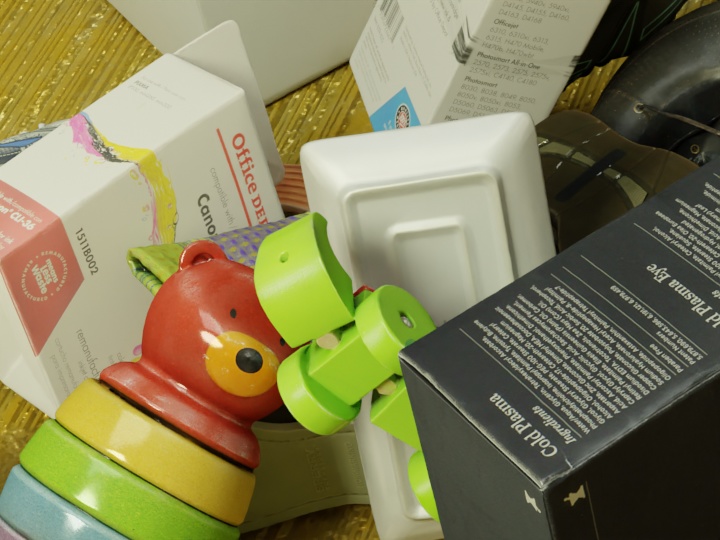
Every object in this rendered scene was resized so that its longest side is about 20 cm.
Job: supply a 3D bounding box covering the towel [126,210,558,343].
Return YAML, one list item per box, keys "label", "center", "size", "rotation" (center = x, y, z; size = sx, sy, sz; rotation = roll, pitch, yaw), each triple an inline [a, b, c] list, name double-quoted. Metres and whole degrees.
- label: "towel"
  center: [0.000, 0.000, 1.240]
  size: [0.199, 0.023, 0.143]
  rotation: [-15, 33, -36]

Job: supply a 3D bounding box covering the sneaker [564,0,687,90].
- label: "sneaker"
  center: [0.120, -0.127, 1.333]
  size: [0.079, 0.200, 0.076]
  rotation: [11, 59, -26]

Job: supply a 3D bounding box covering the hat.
- label: "hat"
  center: [0.193, -0.042, 1.251]
  size: [0.200, 0.081, 0.201]
  rotation: [-21, 41, 20]

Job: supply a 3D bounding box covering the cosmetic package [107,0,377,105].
- label: "cosmetic package"
  center: [-0.052, -0.221, 1.514]
  size: [0.199, 0.123, 0.199]
  rotation: [-30, 41, -15]

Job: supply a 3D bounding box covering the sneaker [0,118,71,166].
- label: "sneaker"
  center: [-0.190, -0.042, 1.398]
  size: [0.199, 0.077, 0.085]
  rotation: [-11, 17, 17]

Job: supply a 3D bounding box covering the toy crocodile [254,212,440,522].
- label: "toy crocodile"
  center: [0.030, 0.053, 1.085]
  size: [0.067, 0.200, 0.062]
  rotation: [-39, 25, 30]

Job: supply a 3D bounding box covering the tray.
- label: "tray"
  center: [0.041, 0.032, 1.123]
  size: [0.107, 0.201, 0.022]
  rotation: [-8, 19, 9]

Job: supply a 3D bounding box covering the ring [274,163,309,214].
- label: "ring"
  center: [-0.068, 0.013, 1.324]
  size: [0.199, 0.019, 0.201]
  rotation: [-10, 38, 8]

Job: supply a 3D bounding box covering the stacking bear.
- label: "stacking bear"
  center: [-0.093, 0.087, 1.107]
  size: [0.201, 0.121, 0.114]
  rotation: [-59, 13, -2]

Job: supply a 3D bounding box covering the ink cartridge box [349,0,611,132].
- label: "ink cartridge box"
  center: [0.071, -0.147, 1.273]
  size: [0.066, 0.201, 0.116]
  rotation: [10, 37, -24]

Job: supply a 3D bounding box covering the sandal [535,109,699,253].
- label: "sandal"
  center: [0.121, -0.018, 1.182]
  size: [0.082, 0.055, 0.200]
  rotation: [-37, 28, -7]

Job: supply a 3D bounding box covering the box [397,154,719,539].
- label: "box"
  center: [0.131, 0.083, 1.027]
  size: [0.182, 0.201, 0.104]
  rotation: [-31, 43, -19]

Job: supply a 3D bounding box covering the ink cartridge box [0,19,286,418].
- label: "ink cartridge box"
  center: [-0.107, -0.028, 1.277]
  size: [0.200, 0.117, 0.067]
  rotation: [-38, 43, -24]

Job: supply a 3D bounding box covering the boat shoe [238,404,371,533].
- label: "boat shoe"
  center: [-0.041, 0.080, 1.198]
  size: [0.200, 0.072, 0.061]
  rotation: [-5, 34, 1]
